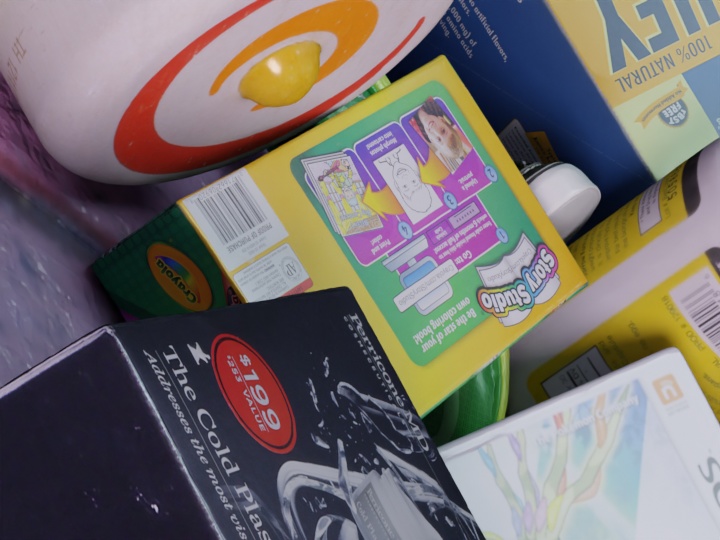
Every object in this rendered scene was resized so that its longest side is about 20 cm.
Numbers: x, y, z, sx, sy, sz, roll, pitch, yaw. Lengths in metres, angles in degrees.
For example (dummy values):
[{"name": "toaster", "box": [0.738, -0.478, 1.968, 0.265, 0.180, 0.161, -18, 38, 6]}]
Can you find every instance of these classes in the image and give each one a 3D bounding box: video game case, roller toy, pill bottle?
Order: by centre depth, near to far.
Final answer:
[{"name": "roller toy", "box": [-0.055, -0.123, 0.792, 0.140, 0.200, 0.182, 60, 14, 14]}, {"name": "video game case", "box": [0.089, 0.143, 0.826, 0.200, 0.022, 0.183, -21, 77, -28]}, {"name": "pill bottle", "box": [0.128, 0.033, 0.977, 0.111, 0.200, 0.111, 33, 36, -29]}]

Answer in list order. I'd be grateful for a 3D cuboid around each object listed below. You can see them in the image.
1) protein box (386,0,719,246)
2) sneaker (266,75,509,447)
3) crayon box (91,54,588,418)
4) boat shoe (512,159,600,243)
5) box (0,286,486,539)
[{"name": "protein box", "box": [0.110, -0.114, 1.105, 0.135, 0.200, 0.199, -27, 82, -27]}, {"name": "sneaker", "box": [0.000, 0.000, 0.956, 0.083, 0.074, 0.200, -17, 79, -43]}, {"name": "crayon box", "box": [-0.001, 0.001, 0.849, 0.119, 0.058, 0.200, 58, 39, -1]}, {"name": "boat shoe", "box": [0.058, -0.020, 1.023, 0.064, 0.071, 0.200, 52, -16, 6]}, {"name": "box", "box": [-0.029, 0.118, 0.639, 0.200, 0.104, 0.182, 62, 19, 7]}]
